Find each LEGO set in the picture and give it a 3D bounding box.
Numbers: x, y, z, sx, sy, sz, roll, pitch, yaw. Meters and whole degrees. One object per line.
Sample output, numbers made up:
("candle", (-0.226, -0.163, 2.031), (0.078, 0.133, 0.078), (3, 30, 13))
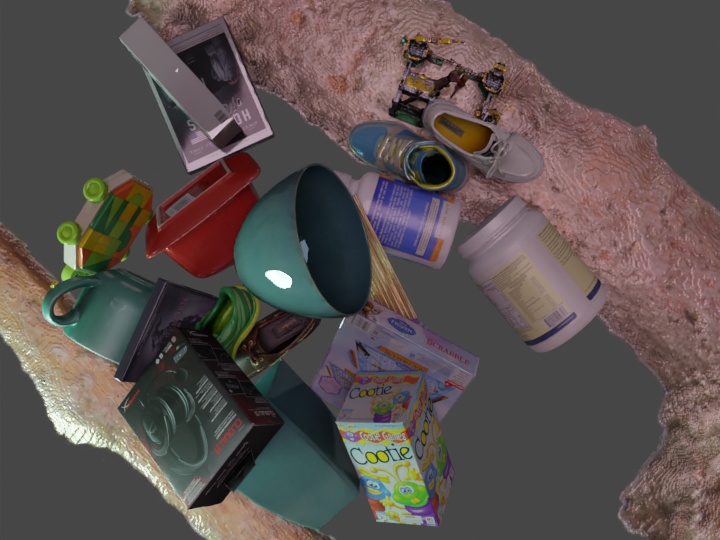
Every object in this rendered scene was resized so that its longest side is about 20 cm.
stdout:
("LEGO set", (0.133, -0.276, 1.137), (0.198, 0.116, 0.155), (29, 88, -2))

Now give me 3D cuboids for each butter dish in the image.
("butter dish", (-0.204, -0.059, 1.108), (0.199, 0.200, 0.149), (-37, 114, -3))

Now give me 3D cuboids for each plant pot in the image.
("plant pot", (-0.098, 0.266, 1.097), (0.200, 0.142, 0.141), (43, 104, -9))
("plant pot", (-0.088, -0.025, 1.004), (0.133, 0.200, 0.203), (-15, 89, 25))

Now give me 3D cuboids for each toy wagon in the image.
("toy wagon", (-0.376, -0.048, 1.097), (0.039, 0.155, 0.201), (30, 88, 13))

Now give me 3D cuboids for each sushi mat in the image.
("sushi mat", (0.000, 0.000, 1.090), (0.095, 0.012, 0.202), (-25, 94, 20))

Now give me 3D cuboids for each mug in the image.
("mug", (-0.340, 0.063, 1.082), (0.151, 0.185, 0.116), (25, 85, 15))

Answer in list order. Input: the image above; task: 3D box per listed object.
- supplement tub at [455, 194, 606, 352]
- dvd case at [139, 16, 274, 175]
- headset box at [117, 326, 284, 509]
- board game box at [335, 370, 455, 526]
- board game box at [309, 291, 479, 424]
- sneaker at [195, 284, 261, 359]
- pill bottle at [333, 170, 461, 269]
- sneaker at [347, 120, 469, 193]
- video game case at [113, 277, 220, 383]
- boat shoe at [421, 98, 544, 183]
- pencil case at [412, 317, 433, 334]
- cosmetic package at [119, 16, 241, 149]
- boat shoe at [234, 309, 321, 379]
("supplement tub", (0.251, 0.004, 1.121), (0.145, 0.145, 0.200), (-41, 90, -2))
("dvd case", (-0.240, -0.271, 1.173), (0.149, 0.025, 0.202), (-24, 89, -2))
("headset box", (-0.206, 0.198, 0.991), (0.200, 0.077, 0.149), (45, 103, 26))
("board game box", (0.054, 0.253, 1.072), (0.104, 0.103, 0.202), (-5, 122, 25))
("board game box", (0.042, 0.153, 1.100), (0.198, 0.041, 0.201), (29, 130, 1))
("sneaker", (-0.217, 0.111, 1.096), (0.073, 0.083, 0.202), (19, 86, 36))
("pill bottle", (0.042, -0.082, 1.133), (0.197, 0.112, 0.114), (18, 88, -2))
("sneaker", (0.063, -0.175, 1.115), (0.198, 0.130, 0.081), (20, 100, 11))
("video game case", (-0.259, 0.096, 1.079), (0.019, 0.200, 0.144), (23, 87, 19))
("boat shoe", (0.182, -0.176, 1.069), (0.200, 0.086, 0.075), (29, 109, -15))
("pencil case", (0.072, 0.098, 1.147), (0.200, 0.084, 0.086), (45, 53, -2))
("cosmetic package", (-0.265, -0.275, 1.120), (0.051, 0.083, 0.200), (-42, 89, 1))
("boat shoe", (-0.148, 0.110, 1.145), (0.199, 0.070, 0.071), (-38, 94, -1))
